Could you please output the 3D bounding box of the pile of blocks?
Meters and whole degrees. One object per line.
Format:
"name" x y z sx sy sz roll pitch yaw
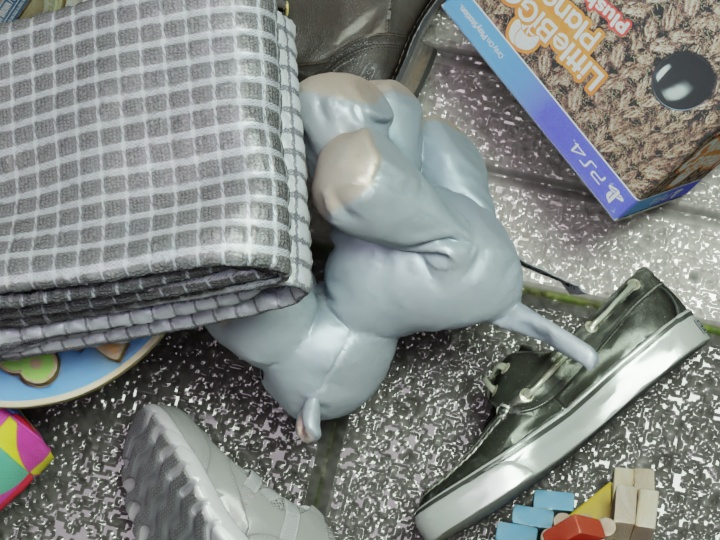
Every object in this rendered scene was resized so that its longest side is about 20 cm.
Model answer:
"pile of blocks" 0.085 0.160 0.945 0.082 0.062 0.200 40 66 22

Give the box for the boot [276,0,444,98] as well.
"boot" -0.025 -0.184 0.997 0.174 0.069 0.200 19 83 -36

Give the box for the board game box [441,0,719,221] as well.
"board game box" 0.174 -0.154 0.948 0.159 0.097 0.200 52 122 13

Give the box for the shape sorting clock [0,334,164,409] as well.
"shape sorting clock" -0.186 -0.024 0.962 0.200 0.039 0.200 -1 77 6

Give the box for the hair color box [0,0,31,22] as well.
"hair color box" -0.175 -0.236 1.012 0.061 0.100 0.200 32 52 -14

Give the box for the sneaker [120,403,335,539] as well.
"sneaker" -0.060 0.153 0.985 0.200 0.082 0.075 49 129 22

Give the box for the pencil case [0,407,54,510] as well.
"pencil case" -0.264 0.136 0.984 0.088 0.088 0.200 42 82 11

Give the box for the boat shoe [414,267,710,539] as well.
"boat shoe" 0.101 0.075 0.987 0.200 0.071 0.064 -37 78 -13

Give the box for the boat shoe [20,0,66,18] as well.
"boat shoe" -0.278 -0.192 1.059 0.200 0.065 0.072 22 104 5

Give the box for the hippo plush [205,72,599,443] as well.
"hippo plush" 0.000 0.000 0.982 0.200 0.159 0.161 40 112 -20

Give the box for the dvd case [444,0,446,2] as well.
"dvd case" 0.154 -0.161 1.060 0.200 0.018 0.143 44 82 12

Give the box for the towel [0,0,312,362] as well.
"towel" -0.129 -0.053 0.888 0.200 0.086 0.166 -10 71 11
